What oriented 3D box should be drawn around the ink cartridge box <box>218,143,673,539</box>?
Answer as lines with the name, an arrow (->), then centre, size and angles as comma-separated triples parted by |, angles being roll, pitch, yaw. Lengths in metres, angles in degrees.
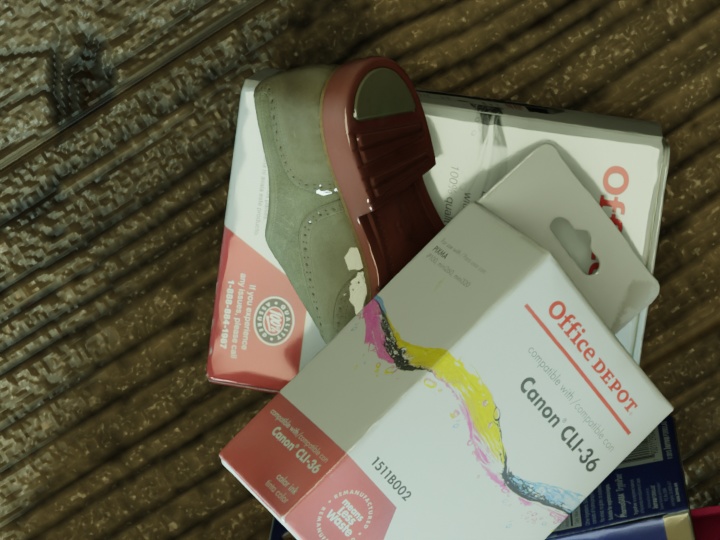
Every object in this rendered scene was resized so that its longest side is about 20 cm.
ink cartridge box -> 0.053, 0.055, 1.217 | 0.200, 0.067, 0.117 | -45, 127, -5

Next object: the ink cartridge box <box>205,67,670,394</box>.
ink cartridge box -> 0.038, -0.010, 1.327 | 0.199, 0.083, 0.147 | 9, 100, 4

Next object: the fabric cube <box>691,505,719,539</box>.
fabric cube -> 0.195, 0.231, 1.248 | 0.196, 0.199, 0.200 | -12, 109, 25

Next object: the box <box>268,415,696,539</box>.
box -> 0.056, 0.120, 1.324 | 0.199, 0.121, 0.032 | -10, 107, 6

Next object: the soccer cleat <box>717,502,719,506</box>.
soccer cleat -> 0.251, 0.172, 1.351 | 0.200, 0.068, 0.073 | 42, 121, -5

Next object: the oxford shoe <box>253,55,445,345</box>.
oxford shoe -> 0.000, 0.000, 1.268 | 0.075, 0.070, 0.201 | 3, 108, 38
